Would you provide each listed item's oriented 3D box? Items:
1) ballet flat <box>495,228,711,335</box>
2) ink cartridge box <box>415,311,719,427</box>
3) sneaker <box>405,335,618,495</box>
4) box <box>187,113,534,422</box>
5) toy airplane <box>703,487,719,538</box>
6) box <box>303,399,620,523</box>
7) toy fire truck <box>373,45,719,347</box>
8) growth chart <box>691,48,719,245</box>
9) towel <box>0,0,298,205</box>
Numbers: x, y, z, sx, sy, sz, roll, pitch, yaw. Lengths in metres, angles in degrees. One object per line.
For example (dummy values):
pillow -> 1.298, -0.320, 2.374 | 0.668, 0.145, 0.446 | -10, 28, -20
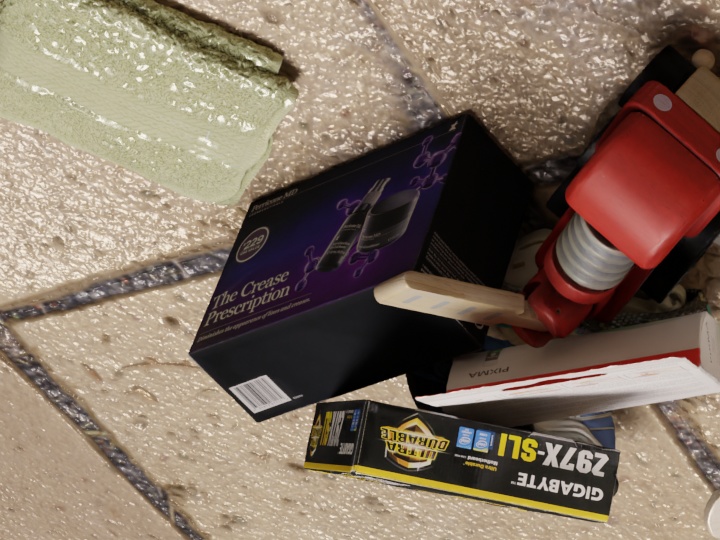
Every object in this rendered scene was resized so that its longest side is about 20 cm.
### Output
ballet flat -> 0.134, 0.010, 1.539 | 0.199, 0.072, 0.072 | 15, 141, 7
ink cartridge box -> 0.128, 0.055, 1.414 | 0.160, 0.050, 0.200 | -10, 167, 15
sneaker -> 0.102, 0.083, 1.605 | 0.075, 0.077, 0.200 | -21, 132, 36
box -> 0.000, 0.000, 1.513 | 0.199, 0.142, 0.079 | -21, 124, 39
toy airplane -> 0.347, 0.131, 1.511 | 0.198, 0.142, 0.200 | 23, 121, -31
box -> 0.058, 0.118, 1.471 | 0.159, 0.050, 0.200 | 13, 174, -9
toy fire truck -> 0.124, -0.022, 1.374 | 0.129, 0.200, 0.176 | 42, 145, 6
growth chart -> 0.262, -0.038, 1.408 | 0.199, 0.018, 0.145 | 36, 143, 10
towel -> -0.147, -0.118, 1.522 | 0.199, 0.037, 0.149 | 24, 140, -5
